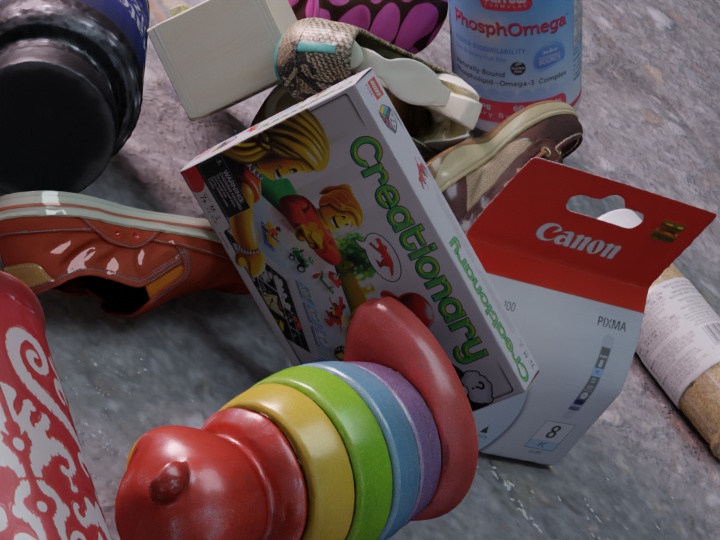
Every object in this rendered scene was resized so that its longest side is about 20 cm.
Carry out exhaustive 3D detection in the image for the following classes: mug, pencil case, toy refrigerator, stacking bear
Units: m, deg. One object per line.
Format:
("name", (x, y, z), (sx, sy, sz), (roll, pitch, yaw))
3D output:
("mug", (-0.185, 0.113, 0.795), (0.177, 0.133, 0.200), (6, 46, -44))
("pencil case", (-0.009, -0.206, 1.487), (0.091, 0.094, 0.200), (47, 29, 17))
("toy refrigerator", (-0.081, -0.148, 1.249), (0.200, 0.076, 0.070), (-72, 137, -82))
("stacking bear", (-0.042, 0.104, 0.991), (0.200, 0.122, 0.114), (-15, 50, -45))

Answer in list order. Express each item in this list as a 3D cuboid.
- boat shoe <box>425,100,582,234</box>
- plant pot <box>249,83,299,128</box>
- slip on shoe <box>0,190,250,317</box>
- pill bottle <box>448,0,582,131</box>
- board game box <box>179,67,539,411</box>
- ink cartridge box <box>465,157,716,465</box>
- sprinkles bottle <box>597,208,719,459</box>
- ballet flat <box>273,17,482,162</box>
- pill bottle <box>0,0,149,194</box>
("boat shoe", (0.095, -0.053, 1.220), (0.072, 0.072, 0.200), (52, 34, 8))
("plant pot", (0.002, -0.026, 1.237), (0.201, 0.093, 0.201), (28, 29, -17))
("slip on shoe", (-0.129, -0.002, 1.095), (0.200, 0.074, 0.061), (11, 74, -51))
("pill bottle", (0.124, -0.217, 1.523), (0.109, 0.200, 0.109), (-4, 36, 3))
("board game box", (0.000, 0.000, 1.086), (0.200, 0.126, 0.035), (60, 29, -10))
("ink cartridge box", (0.112, 0.032, 1.161), (0.160, 0.200, 0.047), (14, 38, -36))
("sprinkles bottle", (0.233, 0.046, 1.416), (0.068, 0.068, 0.200), (1, 45, -48))
("ballet flat", (0.029, -0.107, 1.181), (0.075, 0.068, 0.200), (6, -8, 35))
("pill bottle", (-0.183, -0.122, 1.126), (0.112, 0.112, 0.200), (27, 23, -18))
